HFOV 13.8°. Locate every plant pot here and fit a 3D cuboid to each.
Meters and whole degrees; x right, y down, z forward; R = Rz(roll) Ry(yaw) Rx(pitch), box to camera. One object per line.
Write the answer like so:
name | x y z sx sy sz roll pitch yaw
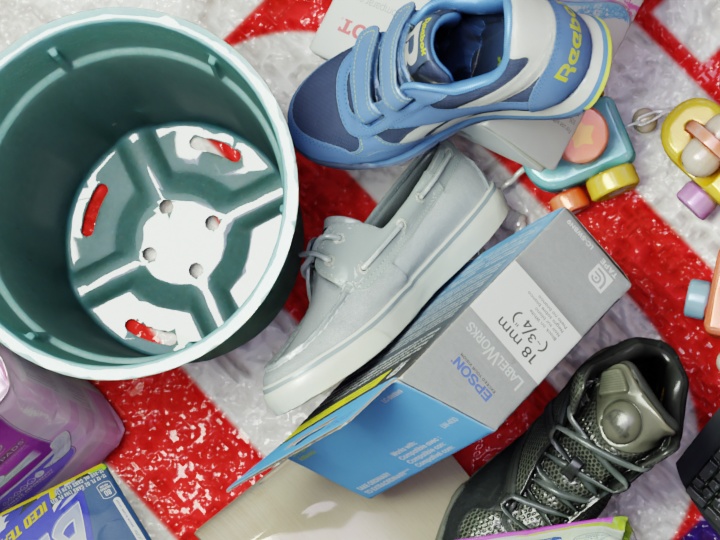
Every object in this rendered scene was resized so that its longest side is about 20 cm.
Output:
plant pot | -0.119 -0.030 1.671 0.199 0.196 0.201 -1 83 7

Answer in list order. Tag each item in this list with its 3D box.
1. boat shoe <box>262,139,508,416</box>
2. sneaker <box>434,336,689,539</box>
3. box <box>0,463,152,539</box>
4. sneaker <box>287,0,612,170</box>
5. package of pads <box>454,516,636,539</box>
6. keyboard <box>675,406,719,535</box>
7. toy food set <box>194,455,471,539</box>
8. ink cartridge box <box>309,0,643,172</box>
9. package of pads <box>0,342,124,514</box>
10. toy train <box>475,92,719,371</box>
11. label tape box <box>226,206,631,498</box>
boat shoe | 0.001 -0.001 1.662 0.072 0.070 0.201 50 58 -9
sneaker | 0.111 0.112 1.639 0.076 0.114 0.199 42 76 5
box | -0.215 0.191 1.686 0.200 0.064 0.070 -26 62 -19
sneaker | 0.034 -0.109 1.593 0.199 0.082 0.074 -16 68 33
package of pads | 0.094 0.240 1.600 0.154 0.068 0.201 -9 100 10
keyboard | 0.260 0.098 1.626 0.127 0.021 0.200 43 133 12
toy food set | 0.019 0.183 1.703 0.143 0.060 0.200 -38 81 -9
ink cartridge box | 0.084 -0.176 1.687 0.145 0.087 0.200 27 91 39
package of pads | -0.221 0.092 1.672 0.120 0.200 0.076 -42 71 3
toy train | 0.167 -0.033 1.699 0.199 0.056 0.151 16 86 10
label tape box | 0.038 0.065 1.617 0.063 0.144 0.200 49 56 -5
